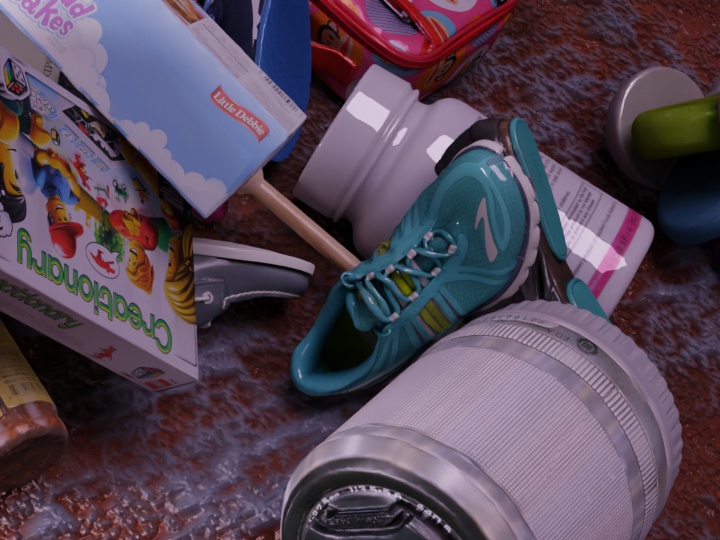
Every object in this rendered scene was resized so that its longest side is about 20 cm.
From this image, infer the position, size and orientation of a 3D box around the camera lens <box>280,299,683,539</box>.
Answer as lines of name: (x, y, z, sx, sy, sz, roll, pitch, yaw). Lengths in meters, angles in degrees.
camera lens: (0.066, 0.123, 1.450, 0.160, 0.160, 0.200, 41, 43, 9)

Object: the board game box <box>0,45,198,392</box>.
board game box: (-0.151, -0.026, 1.394, 0.200, 0.035, 0.126, 34, 46, -55)

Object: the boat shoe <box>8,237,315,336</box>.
boat shoe: (-0.116, 0.011, 1.536, 0.200, 0.073, 0.062, 3, 93, -37)

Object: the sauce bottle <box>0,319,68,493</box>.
sauce bottle: (-0.228, 0.026, 1.437, 0.066, 0.066, 0.200, -13, 59, -38)

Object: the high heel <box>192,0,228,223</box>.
high heel: (-0.094, -0.122, 1.565, 0.067, 0.096, 0.200, -88, 156, -65)

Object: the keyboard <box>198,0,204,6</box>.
keyboard: (-0.131, -0.157, 1.682, 0.104, 0.040, 0.200, 4, 49, -28)

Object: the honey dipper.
honey dipper: (0.000, 0.000, 1.597, 0.200, 0.038, 0.038, 42, 43, -2)

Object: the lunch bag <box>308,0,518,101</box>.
lunch bag: (-0.012, -0.196, 1.764, 0.200, 0.082, 0.176, 43, 48, 11)

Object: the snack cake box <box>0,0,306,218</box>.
snack cake box: (-0.124, -0.126, 1.455, 0.200, 0.067, 0.115, 46, 9, -3)

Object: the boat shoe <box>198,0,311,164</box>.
boat shoe: (-0.072, -0.158, 1.674, 0.084, 0.069, 0.200, 37, 50, -59)

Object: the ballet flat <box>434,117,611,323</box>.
ballet flat: (0.100, 0.010, 1.547, 0.200, 0.068, 0.068, 67, 19, 4)

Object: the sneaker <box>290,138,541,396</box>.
sneaker: (0.030, 0.008, 1.504, 0.078, 0.200, 0.080, 50, 38, 15)

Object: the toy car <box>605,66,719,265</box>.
toy car: (0.269, -0.067, 1.772, 0.200, 0.175, 0.150, -5, 90, -34)

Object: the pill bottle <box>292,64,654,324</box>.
pill bottle: (0.067, -0.033, 1.629, 0.200, 0.113, 0.113, 32, 42, -1)

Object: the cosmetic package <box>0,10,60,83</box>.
cosmetic package: (-0.273, -0.124, 1.516, 0.200, 0.073, 0.104, 15, 78, -16)
